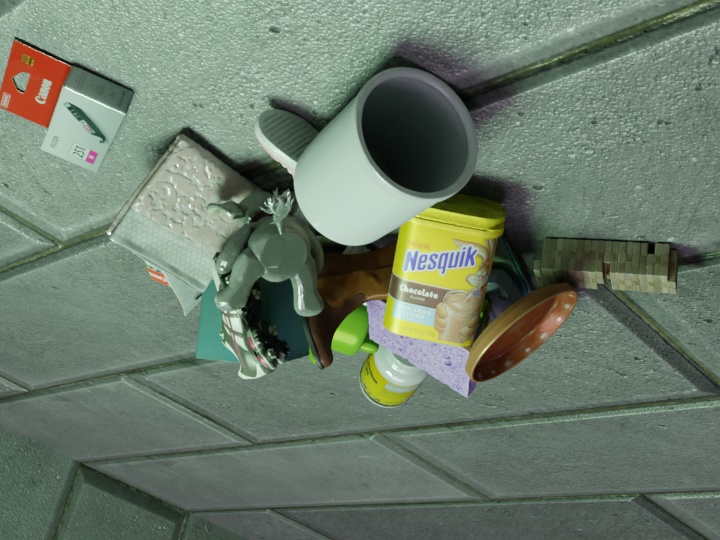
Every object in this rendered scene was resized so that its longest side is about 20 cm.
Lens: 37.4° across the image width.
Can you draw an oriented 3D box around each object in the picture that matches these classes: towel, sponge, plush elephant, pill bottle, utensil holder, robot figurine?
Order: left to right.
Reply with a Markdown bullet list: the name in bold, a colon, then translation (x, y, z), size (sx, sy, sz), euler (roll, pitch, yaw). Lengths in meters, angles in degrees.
- **towel**: translation (-0.250, -0.079, 1.594), size (0.200, 0.191, 0.032), euler (35, -172, -40)
- **plush elephant**: translation (-0.140, -0.048, 1.561), size (0.163, 0.155, 0.202), euler (-2, 115, -19)
- **robot figurine**: translation (-0.051, 0.072, 1.824), size (0.199, 0.116, 0.176), euler (21, 129, -9)
- **utensil holder**: translation (0.025, -0.134, 1.342), size (0.169, 0.171, 0.200), euler (24, 153, -18)
- **pill bottle**: translation (0.070, 0.172, 1.957), size (0.112, 0.113, 0.200), euler (17, 152, -5)
- **sponge**: translation (0.093, 0.107, 1.648), size (0.199, 0.030, 0.112), euler (29, 144, 27)
- **towel**: translation (0.179, -0.009, 1.661), size (0.145, 0.022, 0.200), euler (0, 149, 25)

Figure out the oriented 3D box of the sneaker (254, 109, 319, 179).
- **sneaker**: translation (-0.079, -0.143, 1.475), size (0.199, 0.076, 0.104), euler (26, 146, -29)

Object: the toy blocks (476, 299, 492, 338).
- **toy blocks**: translation (0.125, 0.089, 1.694), size (0.136, 0.100, 0.201), euler (22, 152, 14)

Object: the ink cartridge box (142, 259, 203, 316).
- **ink cartridge box**: translation (-0.290, -0.039, 1.678), size (0.050, 0.109, 0.201), euler (18, 141, 36)

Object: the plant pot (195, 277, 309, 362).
- **plant pot**: translation (-0.169, 0.039, 1.713), size (0.140, 0.202, 0.141), euler (4, -176, 22)

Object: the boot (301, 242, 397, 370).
- **boot**: translation (0.011, 0.050, 1.617), size (0.198, 0.190, 0.069), euler (-8, 147, 3)

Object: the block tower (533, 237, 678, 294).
- **block tower**: translation (0.355, -0.008, 1.539), size (0.198, 0.058, 0.054), euler (2, 152, 20)

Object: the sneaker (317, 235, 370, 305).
- **sneaker**: translation (0.000, 0.000, 1.708), size (0.198, 0.075, 0.100), euler (17, 149, -8)

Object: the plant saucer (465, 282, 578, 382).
- **plant saucer**: translation (0.232, 0.087, 1.559), size (0.032, 0.200, 0.201), euler (50, 163, 23)

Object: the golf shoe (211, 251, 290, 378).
- **golf shoe**: translation (-0.188, 0.069, 1.610), size (0.088, 0.201, 0.077), euler (-31, 169, 32)

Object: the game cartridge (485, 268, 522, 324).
- **game cartridge**: translation (0.196, 0.057, 1.713), size (0.132, 0.042, 0.200), euler (0, 148, 20)

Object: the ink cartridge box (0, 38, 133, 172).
- **ink cartridge box**: translation (-0.433, -0.230, 1.527), size (0.172, 0.044, 0.200), euler (22, 152, -17)

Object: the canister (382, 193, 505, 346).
- **canister**: translation (0.115, -0.003, 1.512), size (0.147, 0.087, 0.202), euler (11, 113, 3)
